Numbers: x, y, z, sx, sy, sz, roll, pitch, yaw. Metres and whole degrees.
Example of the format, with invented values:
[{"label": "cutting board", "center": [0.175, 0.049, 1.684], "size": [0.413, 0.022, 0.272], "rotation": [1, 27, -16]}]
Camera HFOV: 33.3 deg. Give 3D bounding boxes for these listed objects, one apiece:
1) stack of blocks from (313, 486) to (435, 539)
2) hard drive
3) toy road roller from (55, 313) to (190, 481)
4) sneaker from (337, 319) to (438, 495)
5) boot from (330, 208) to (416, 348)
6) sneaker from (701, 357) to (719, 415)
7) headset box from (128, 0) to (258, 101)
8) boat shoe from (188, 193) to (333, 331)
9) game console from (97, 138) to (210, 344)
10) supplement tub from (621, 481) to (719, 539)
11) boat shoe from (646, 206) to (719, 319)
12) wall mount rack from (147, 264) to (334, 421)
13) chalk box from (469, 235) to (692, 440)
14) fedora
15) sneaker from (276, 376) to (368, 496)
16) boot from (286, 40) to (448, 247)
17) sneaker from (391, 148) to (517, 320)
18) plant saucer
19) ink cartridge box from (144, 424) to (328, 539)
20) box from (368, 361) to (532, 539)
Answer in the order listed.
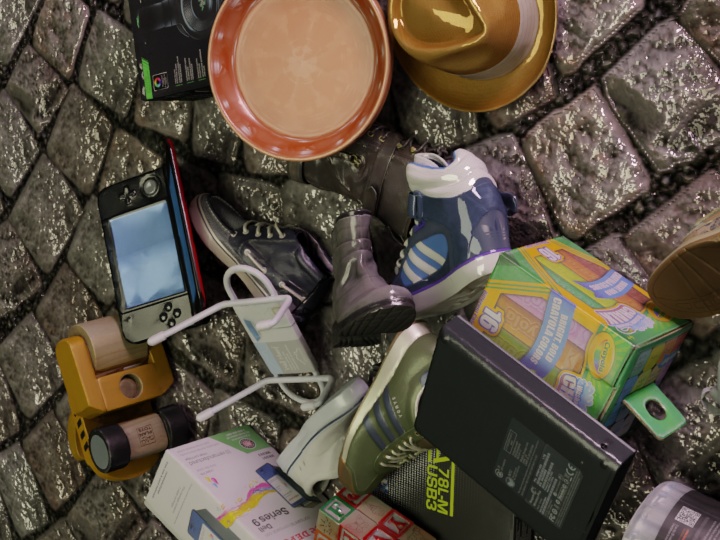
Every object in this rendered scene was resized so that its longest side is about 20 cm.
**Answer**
[{"label": "stack of blocks", "center": [0.005, 0.340, 1.300], "size": [0.114, 0.058, 0.202], "rotation": [30, 131, 25]}, {"label": "hard drive", "center": [0.137, 0.150, 1.071], "size": [0.199, 0.033, 0.141], "rotation": [38, 137, 26]}, {"label": "toy road roller", "center": [-0.318, 0.166, 1.527], "size": [0.145, 0.122, 0.202], "rotation": [-23, 83, 49]}, {"label": "sneaker", "center": [0.047, 0.158, 1.209], "size": [0.090, 0.067, 0.202], "rotation": [37, 113, 37]}, {"label": "boot", "center": [0.000, 0.000, 1.190], "size": [0.200, 0.069, 0.134], "rotation": [146, 122, -70]}, {"label": "sneaker", "center": [0.369, 0.080, 0.998], "size": [0.115, 0.075, 0.201], "rotation": [43, 124, 21]}, {"label": "headset box", "center": [-0.169, -0.289, 1.350], "size": [0.198, 0.092, 0.177], "rotation": [-4, 94, 39]}, {"label": "boat shoe", "center": [-0.106, -0.033, 1.362], "size": [0.200, 0.074, 0.093], "rotation": [48, 118, 11]}, {"label": "game console", "center": [-0.249, -0.029, 1.420], "size": [0.170, 0.118, 0.203], "rotation": [-16, 80, 19]}, {"label": "supplement tub", "center": [0.328, 0.274, 1.033], "size": [0.199, 0.122, 0.124], "rotation": [22, 110, 34]}, {"label": "boat shoe", "center": [0.331, -0.027, 1.029], "size": [0.073, 0.063, 0.200], "rotation": [45, 128, -8]}, {"label": "wall mount rack", "center": [-0.128, 0.095, 1.333], "size": [0.172, 0.075, 0.201], "rotation": [-7, 123, 33]}, {"label": "chalk box", "center": [0.208, 0.077, 1.095], "size": [0.199, 0.124, 0.125], "rotation": [35, 117, 27]}, {"label": "fedora", "center": [0.091, -0.247, 1.159], "size": [0.199, 0.081, 0.203], "rotation": [8, 103, 37]}, {"label": "sneaker", "center": [-0.027, 0.185, 1.324], "size": [0.071, 0.073, 0.200], "rotation": [44, 143, 8]}, {"label": "boot", "center": [0.016, -0.144, 1.255], "size": [0.173, 0.069, 0.202], "rotation": [24, 116, 27]}, {"label": "sneaker", "center": [0.074, -0.039, 1.203], "size": [0.200, 0.080, 0.148], "rotation": [-33, 69, 55]}, {"label": "plant saucer", "center": [-0.060, -0.213, 1.223], "size": [0.198, 0.032, 0.203], "rotation": [2, 97, 20]}, {"label": "ink cartridge box", "center": [-0.124, 0.280, 1.373], "size": [0.200, 0.145, 0.088], "rotation": [40, 118, 27]}, {"label": "box", "center": [0.091, 0.209, 1.255], "size": [0.192, 0.047, 0.203], "rotation": [12, 105, 40]}]
